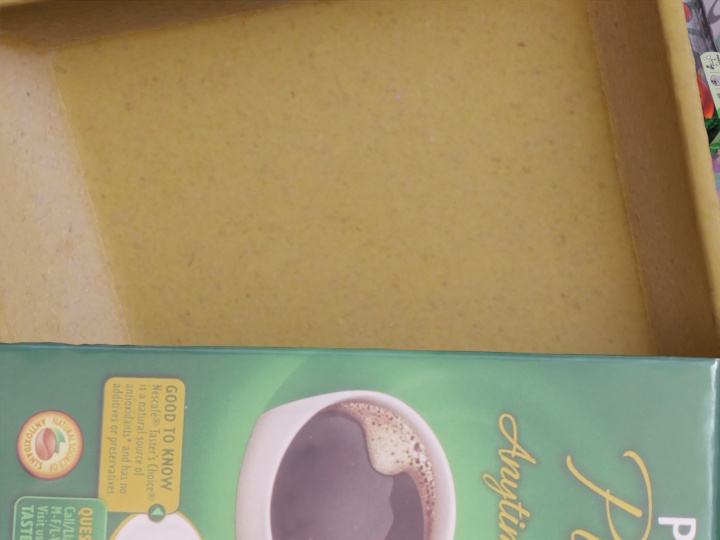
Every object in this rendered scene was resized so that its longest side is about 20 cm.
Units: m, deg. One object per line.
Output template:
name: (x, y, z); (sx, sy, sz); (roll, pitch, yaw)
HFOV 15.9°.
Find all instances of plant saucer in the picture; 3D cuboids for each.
plant saucer: (0.000, 0.000, 0.685); (0.199, 0.048, 0.201); (-8, 112, 14)

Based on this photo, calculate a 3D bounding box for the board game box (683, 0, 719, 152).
board game box: (0.039, -0.124, 0.769); (0.104, 0.023, 0.201); (-4, 63, -19)

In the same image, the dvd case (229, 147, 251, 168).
dvd case: (-0.007, -0.123, 0.776); (0.200, 0.018, 0.143); (-32, 74, -32)

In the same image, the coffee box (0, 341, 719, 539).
coffee box: (-0.008, 0.080, 0.643); (0.199, 0.044, 0.124); (0, 82, 9)

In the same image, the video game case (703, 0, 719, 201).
video game case: (0.148, -0.061, 0.724); (0.024, 0.200, 0.182); (32, 104, -23)
